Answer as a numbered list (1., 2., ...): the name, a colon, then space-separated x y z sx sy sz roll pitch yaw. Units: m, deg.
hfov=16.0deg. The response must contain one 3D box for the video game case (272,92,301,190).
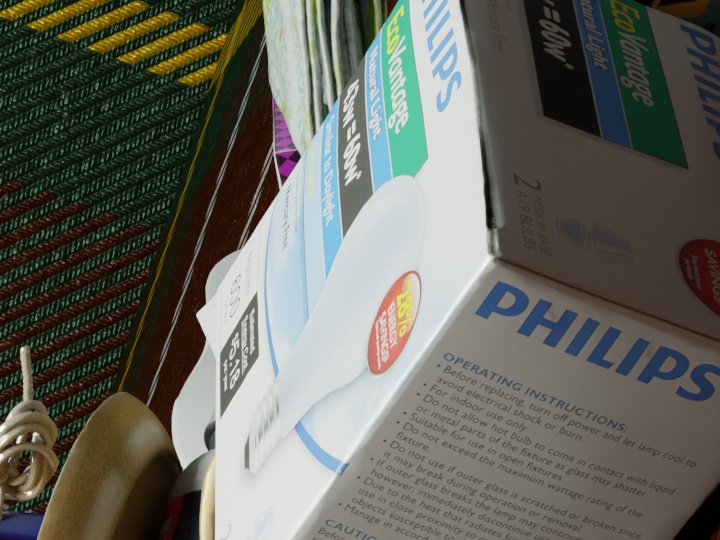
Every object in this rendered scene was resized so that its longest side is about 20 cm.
1. video game case: -0.020 -0.020 1.519 0.200 0.036 0.182 -96 -4 -68

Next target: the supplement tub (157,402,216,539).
1. supplement tub: -0.032 0.164 1.149 0.140 0.140 0.201 128 159 -63

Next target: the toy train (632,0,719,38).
1. toy train: 0.103 -0.110 1.005 0.085 0.114 0.200 -87 17 -53

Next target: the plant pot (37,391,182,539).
1. plant pot: -0.114 0.156 1.159 0.200 0.027 0.201 11 -90 -80

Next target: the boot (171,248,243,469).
1. boot: -0.053 0.078 1.437 0.200 0.073 0.096 -81 -24 -53

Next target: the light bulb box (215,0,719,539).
1. light bulb box: 0.044 0.021 0.930 0.200 0.124 0.199 -57 23 33

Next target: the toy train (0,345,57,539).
1. toy train: -0.168 0.146 1.132 0.116 0.084 0.201 -82 -1 -69

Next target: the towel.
1. towel: -0.023 -0.144 1.272 0.200 0.048 0.172 -113 20 -65

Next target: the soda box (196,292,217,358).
1. soda box: 0.000 0.000 1.203 0.200 0.063 0.068 -44 67 50

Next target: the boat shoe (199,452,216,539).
1. boat shoe: -0.012 0.156 1.036 0.069 0.073 0.201 -46 -62 -84
